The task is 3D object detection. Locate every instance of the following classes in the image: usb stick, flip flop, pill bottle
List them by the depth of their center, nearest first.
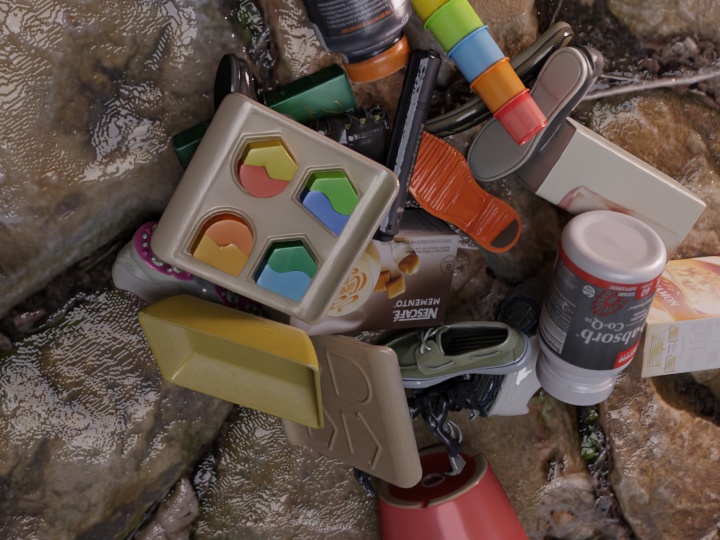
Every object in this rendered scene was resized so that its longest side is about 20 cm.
[{"bbox_3d":[-0.012,-0.293,1.210,0.105,0.106,0.202,-24,117,-3],"label":"pill bottle"},{"bbox_3d":[0.045,-0.130,1.248,0.032,0.055,0.203,15,99,7],"label":"usb stick"},{"bbox_3d":[0.141,-0.210,1.313,0.199,0.081,0.058,-38,82,13],"label":"flip flop"},{"bbox_3d":[0.260,0.045,1.344,0.114,0.117,0.202,-3,130,-13],"label":"pill bottle"}]

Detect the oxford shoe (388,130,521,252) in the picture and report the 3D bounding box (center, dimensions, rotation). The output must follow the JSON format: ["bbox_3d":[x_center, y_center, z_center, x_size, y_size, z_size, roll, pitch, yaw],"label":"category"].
[{"bbox_3d":[0.093,-0.091,1.342,0.071,0.073,0.200,-49,121,-1],"label":"oxford shoe"}]

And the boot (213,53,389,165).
[{"bbox_3d":[-0.054,-0.144,1.246,0.172,0.069,0.202,-17,121,-14],"label":"boot"}]

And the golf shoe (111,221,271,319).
[{"bbox_3d":[-0.184,0.019,1.334,0.199,0.076,0.091,33,132,-31],"label":"golf shoe"}]

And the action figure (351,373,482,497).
[{"bbox_3d":[0.081,0.186,1.449,0.199,0.119,0.102,-34,108,12],"label":"action figure"}]

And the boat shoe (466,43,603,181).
[{"bbox_3d":[0.194,-0.168,1.324,0.057,0.067,0.200,-15,155,-45],"label":"boat shoe"}]

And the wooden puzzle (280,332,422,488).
[{"bbox_3d":[-0.019,0.141,1.380,0.046,0.198,0.187,-37,125,-39],"label":"wooden puzzle"}]

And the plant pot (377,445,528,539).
[{"bbox_3d":[0.109,0.327,1.482,0.198,0.201,0.179,-19,109,-6],"label":"plant pot"}]

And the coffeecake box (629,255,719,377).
[{"bbox_3d":[0.396,0.050,1.447,0.197,0.154,0.074,-5,115,-13],"label":"coffeecake box"}]

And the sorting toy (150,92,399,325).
[{"bbox_3d":[-0.084,-0.054,1.203,0.198,0.037,0.186,25,107,-20],"label":"sorting toy"}]

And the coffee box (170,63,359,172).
[{"bbox_3d":[-0.089,-0.126,1.299,0.198,0.044,0.124,-26,118,-3],"label":"coffee box"}]

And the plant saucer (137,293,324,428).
[{"bbox_3d":[-0.128,0.092,1.305,0.197,0.201,0.049,17,66,8],"label":"plant saucer"}]

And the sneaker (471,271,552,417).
[{"bbox_3d":[0.205,0.091,1.471,0.086,0.075,0.202,13,115,-36],"label":"sneaker"}]

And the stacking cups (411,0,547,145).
[{"bbox_3d":[0.119,-0.219,1.255,0.060,0.061,0.201,-33,88,2],"label":"stacking cups"}]

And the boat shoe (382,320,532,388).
[{"bbox_3d":[0.098,0.087,1.389,0.198,0.073,0.062,-10,144,27],"label":"boat shoe"}]

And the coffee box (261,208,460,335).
[{"bbox_3d":[0.000,0.000,1.336,0.198,0.080,0.116,-2,116,-29],"label":"coffee box"}]

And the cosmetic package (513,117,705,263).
[{"bbox_3d":[0.279,-0.098,1.379,0.198,0.104,0.088,26,106,-22],"label":"cosmetic package"}]
